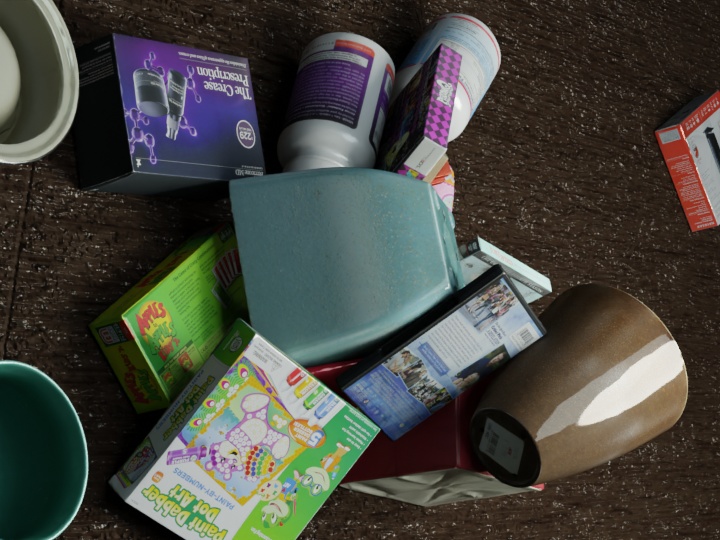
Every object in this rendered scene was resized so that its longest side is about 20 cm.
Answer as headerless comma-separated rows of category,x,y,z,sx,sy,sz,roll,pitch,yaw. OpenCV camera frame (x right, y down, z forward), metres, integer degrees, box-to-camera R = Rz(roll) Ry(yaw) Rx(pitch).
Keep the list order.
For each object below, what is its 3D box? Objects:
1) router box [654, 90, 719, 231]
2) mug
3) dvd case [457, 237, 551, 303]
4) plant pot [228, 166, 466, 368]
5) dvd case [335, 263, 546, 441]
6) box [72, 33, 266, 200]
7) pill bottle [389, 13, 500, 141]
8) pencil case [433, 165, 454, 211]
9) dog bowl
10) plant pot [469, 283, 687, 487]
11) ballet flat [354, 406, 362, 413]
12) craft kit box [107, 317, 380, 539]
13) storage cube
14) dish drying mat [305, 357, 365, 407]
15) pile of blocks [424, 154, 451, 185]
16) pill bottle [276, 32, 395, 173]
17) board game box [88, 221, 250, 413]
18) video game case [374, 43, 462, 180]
router box,0.570,-0.183,2.714,0.200,0.049,0.180,-38,108,-53
mug,-0.323,0.146,1.324,0.185,0.114,0.152,52,42,-27
dvd case,0.095,0.033,1.861,0.146,0.200,0.022,28,43,-46
plant pot,0.000,0.000,1.680,0.196,0.200,0.196,42,36,-71
dvd case,0.084,0.085,1.656,0.018,0.200,0.143,57,5,37
box,-0.193,-0.149,1.646,0.200,0.079,0.141,1,79,-53
pill bottle,0.096,-0.226,2.037,0.109,0.109,0.200,57,40,-23
pencil case,0.062,-0.044,1.948,0.087,0.087,0.200,36,50,-41
dog bowl,-0.346,-0.182,1.451,0.200,0.074,0.200,25,58,-48
plant pot,0.210,0.140,1.730,0.200,0.187,0.187,-32,104,-38
ballet flat,-0.058,0.165,1.709,0.200,0.067,0.067,-22,57,-29
craft kit box,-0.107,0.177,1.575,0.198,0.049,0.200,-51,128,-1
storage cube,0.086,0.155,1.829,0.200,0.171,0.180,21,63,-49
dish drying mat,-0.012,0.114,1.669,0.200,0.077,0.018,-8,53,-19
pile of blocks,0.048,-0.060,1.885,0.062,0.082,0.200,32,81,-14
pill bottle,-0.031,-0.158,1.835,0.111,0.111,0.200,43,46,-36
board game box,-0.174,0.044,1.622,0.102,0.048,0.200,63,37,-15
video game case,0.045,-0.137,1.847,0.036,0.181,0.200,30,36,-13
